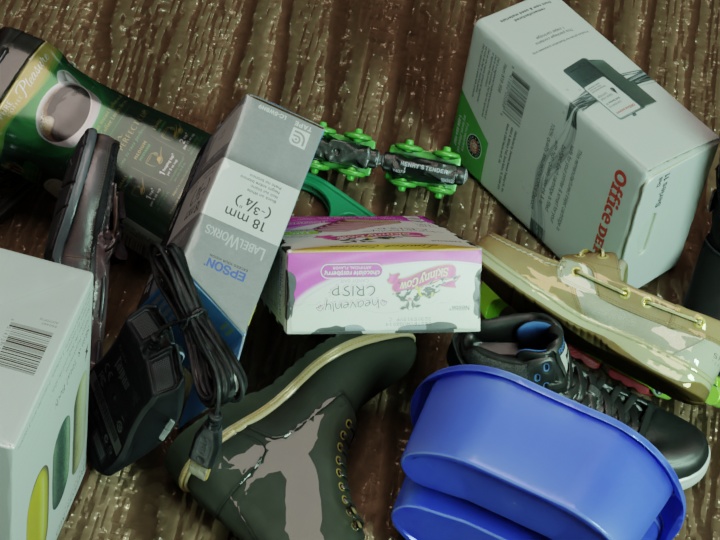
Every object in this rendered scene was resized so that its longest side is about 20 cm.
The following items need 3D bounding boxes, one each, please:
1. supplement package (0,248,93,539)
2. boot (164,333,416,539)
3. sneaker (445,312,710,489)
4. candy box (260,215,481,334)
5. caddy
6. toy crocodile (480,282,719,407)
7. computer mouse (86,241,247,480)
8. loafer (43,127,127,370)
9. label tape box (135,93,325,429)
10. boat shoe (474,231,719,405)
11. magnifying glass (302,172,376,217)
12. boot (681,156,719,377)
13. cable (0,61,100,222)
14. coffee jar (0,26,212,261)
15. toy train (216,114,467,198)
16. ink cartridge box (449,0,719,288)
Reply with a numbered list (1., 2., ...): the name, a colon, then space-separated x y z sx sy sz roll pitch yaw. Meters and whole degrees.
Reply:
1. supplement package: -0.265 0.101 1.358 0.151 0.200 0.152 15 47 4
2. boot: -0.014 0.132 1.466 0.200 0.077 0.138 -33 63 -19
3. sneaker: 0.154 0.090 1.494 0.200 0.112 0.073 13 49 5
4. candy box: 0.000 0.000 1.517 0.136 0.061 0.200 -1 9 -10
5. caddy: 0.116 0.141 1.422 0.200 0.141 0.105 24 51 12
6. toy crocodile: 0.179 0.050 1.572 0.200 0.068 0.062 30 93 15
7. computer mouse: -0.124 0.088 1.407 0.046 0.200 0.140 -5 52 -33
8. loafer: -0.195 0.001 1.518 0.063 0.072 0.200 16 80 -14
9. label tape box: -0.102 -0.004 1.470 0.063 0.144 0.200 24 70 -11
10. boat shoe: 0.170 0.022 1.511 0.200 0.074 0.066 31 80 14
11. magnifying glass: -0.002 -0.031 1.651 0.200 0.022 0.080 15 46 7
12. boot: 0.286 -0.035 1.573 0.066 0.200 0.165 10 46 0
13. cable: -0.246 -0.076 1.655 0.097 0.050 0.200 37 63 3
14. coffee jar: -0.207 -0.095 1.597 0.200 0.085 0.104 30 70 -1
15. toy train: -0.014 -0.093 1.681 0.200 0.042 0.056 11 2 -1
16. ink cartridge box: 0.169 -0.096 1.651 0.083 0.147 0.200 -25 56 -30
